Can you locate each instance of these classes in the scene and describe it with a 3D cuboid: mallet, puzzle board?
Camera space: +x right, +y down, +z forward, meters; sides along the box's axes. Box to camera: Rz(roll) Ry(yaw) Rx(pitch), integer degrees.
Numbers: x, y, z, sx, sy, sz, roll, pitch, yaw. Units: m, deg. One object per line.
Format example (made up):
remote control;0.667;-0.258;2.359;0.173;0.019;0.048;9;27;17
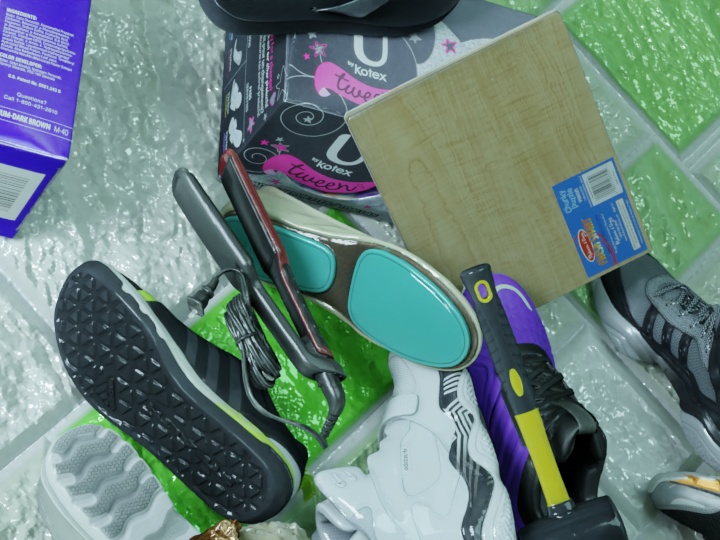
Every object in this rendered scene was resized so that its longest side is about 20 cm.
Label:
mallet;0.113;0.090;1.347;0.066;0.041;0.201;-13;95;-1
puzzle board;0.092;-0.057;1.439;0.150;0.200;0.017;-27;35;0

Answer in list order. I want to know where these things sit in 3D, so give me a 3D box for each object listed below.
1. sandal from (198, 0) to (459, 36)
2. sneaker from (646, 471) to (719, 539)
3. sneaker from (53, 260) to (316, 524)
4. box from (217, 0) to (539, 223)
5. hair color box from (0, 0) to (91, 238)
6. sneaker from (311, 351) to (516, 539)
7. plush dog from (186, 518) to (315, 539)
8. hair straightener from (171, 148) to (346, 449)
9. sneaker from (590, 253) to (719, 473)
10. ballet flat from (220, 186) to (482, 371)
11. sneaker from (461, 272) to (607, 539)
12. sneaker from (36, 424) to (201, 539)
sandal;-0.007;-0.187;1.412;0.199;0.043;0.076;-14;72;-31
sneaker;0.281;0.195;1.495;0.199;0.078;0.077;26;90;0
sneaker;-0.107;0.074;1.362;0.200;0.072;0.083;49;27;2
box;0.018;-0.115;1.487;0.199;0.115;0.133;14;59;-22
hair color box;-0.213;-0.135;1.374;0.065;0.109;0.201;15;59;-22
sneaker;0.020;0.118;1.383;0.114;0.075;0.200;-8;47;-11
plush dog;-0.040;0.220;1.192;0.200;0.160;0.173;25;49;-49
hair straightener;-0.072;0.024;1.368;0.077;0.041;0.201;-20;76;-24
sneaker;0.240;0.035;1.516;0.075;0.114;0.200;-14;59;-35
ballet flat;0.000;0.000;1.418;0.199;0.070;0.069;27;50;18
sneaker;0.118;0.093;1.420;0.069;0.099;0.201;-7;80;-28
sneaker;-0.117;0.183;1.273;0.075;0.082;0.200;-28;80;-32
